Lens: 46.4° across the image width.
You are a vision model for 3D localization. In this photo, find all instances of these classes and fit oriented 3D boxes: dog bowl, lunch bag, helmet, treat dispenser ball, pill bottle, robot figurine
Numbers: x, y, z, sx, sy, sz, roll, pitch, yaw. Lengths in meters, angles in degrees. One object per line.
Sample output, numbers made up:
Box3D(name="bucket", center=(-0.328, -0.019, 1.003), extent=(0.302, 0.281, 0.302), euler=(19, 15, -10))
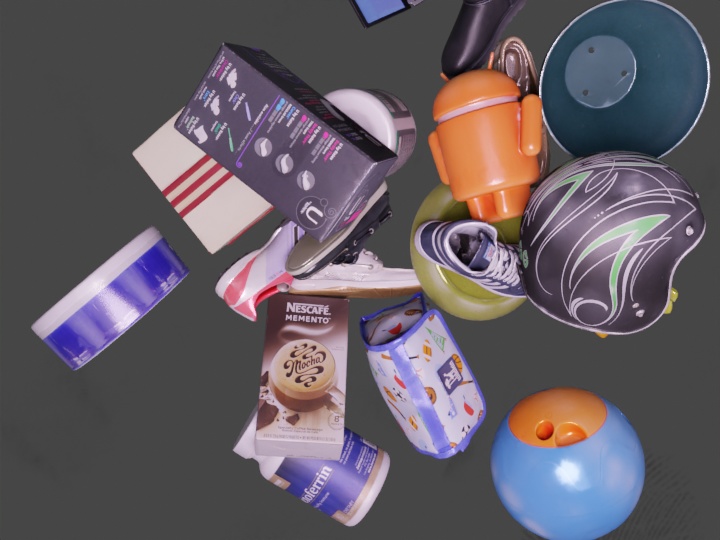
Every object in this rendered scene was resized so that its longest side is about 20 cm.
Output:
Box3D(name="dog bowl", center=(-0.320, 0.034, 1.088), extent=(0.200, 0.200, 0.079), euler=(-38, 101, 7))
Box3D(name="lunch bag", center=(0.079, 0.136, 1.099), extent=(0.123, 0.200, 0.171), euler=(-26, 98, 6))
Box3D(name="helmet", center=(0.287, -0.045, 0.978), extent=(0.198, 0.200, 0.192), euler=(10, 120, -1))
Box3D(name="treat dispenser ball", center=(0.273, 0.255, 1.116), extent=(0.199, 0.201, 0.203), euler=(0, 100, 1))
Box3D(name="pill bottle", center=(-0.069, 0.257, 1.167), extent=(0.199, 0.116, 0.116), euler=(31, 99, -4))
Box3D(name="pill bottle", center=(0.007, -0.166, 1.038), extent=(0.112, 0.200, 0.114), euler=(3, 101, 13))
Box3D(name="robot figurine", center=(0.157, -0.161, 1.045), extent=(0.116, 0.144, 0.202), euler=(-14, 90, -8))

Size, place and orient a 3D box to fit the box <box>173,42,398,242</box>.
Box3D(name="box", center=(-0.076, -0.137, 0.895), extent=(0.200, 0.122, 0.106), euler=(38, 107, 5))

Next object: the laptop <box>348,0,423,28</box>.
Box3D(name="laptop", center=(0.047, -0.427, 1.048), extent=(0.199, 0.103, 0.178), euler=(-30, 99, 6))

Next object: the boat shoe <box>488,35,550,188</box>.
Box3D(name="boat shoe", center=(0.208, -0.204, 1.104), extent=(0.071, 0.065, 0.202), euler=(-14, 99, 4))

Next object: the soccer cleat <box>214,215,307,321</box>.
Box3D(name="soccer cleat", center=(-0.098, -0.017, 1.112), extent=(0.073, 0.068, 0.200), euler=(43, 69, 12))

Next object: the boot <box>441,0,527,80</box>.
Box3D(name="boot", center=(0.110, -0.352, 1.024), extent=(0.165, 0.066, 0.200), euler=(-56, 138, 0))

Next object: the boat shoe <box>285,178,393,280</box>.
Box3D(name="boat shoe", center=(-0.020, -0.041, 1.099), extent=(0.074, 0.200, 0.066), euler=(-2, 127, 39))

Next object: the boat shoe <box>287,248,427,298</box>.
Box3D(name="boat shoe", center=(0.000, 0.000, 1.143), extent=(0.198, 0.071, 0.070), euler=(0, 76, -3))

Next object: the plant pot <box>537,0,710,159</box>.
Box3D(name="plant pot", center=(0.315, -0.241, 1.053), extent=(0.198, 0.135, 0.202), euler=(1, 111, 3))

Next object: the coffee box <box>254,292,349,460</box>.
Box3D(name="coffee box", center=(-0.075, 0.138, 1.108), extent=(0.112, 0.080, 0.202), euler=(4, 62, -4))

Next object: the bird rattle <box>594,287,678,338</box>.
Box3D(name="bird rattle", center=(0.321, 0.000, 1.124), extent=(0.199, 0.113, 0.164), euler=(34, 111, -3))

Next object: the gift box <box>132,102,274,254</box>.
Box3D(name="gift box", center=(-0.137, -0.142, 1.069), extent=(0.186, 0.185, 0.200), euler=(-38, 101, 16))

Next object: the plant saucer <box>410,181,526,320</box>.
Box3D(name="plant saucer", center=(0.165, -0.033, 1.122), extent=(0.198, 0.031, 0.202), euler=(0, 90, -14))

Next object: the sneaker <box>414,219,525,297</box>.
Box3D(name="sneaker", center=(0.172, -0.012, 1.052), extent=(0.198, 0.108, 0.071), euler=(19, 86, -14))
